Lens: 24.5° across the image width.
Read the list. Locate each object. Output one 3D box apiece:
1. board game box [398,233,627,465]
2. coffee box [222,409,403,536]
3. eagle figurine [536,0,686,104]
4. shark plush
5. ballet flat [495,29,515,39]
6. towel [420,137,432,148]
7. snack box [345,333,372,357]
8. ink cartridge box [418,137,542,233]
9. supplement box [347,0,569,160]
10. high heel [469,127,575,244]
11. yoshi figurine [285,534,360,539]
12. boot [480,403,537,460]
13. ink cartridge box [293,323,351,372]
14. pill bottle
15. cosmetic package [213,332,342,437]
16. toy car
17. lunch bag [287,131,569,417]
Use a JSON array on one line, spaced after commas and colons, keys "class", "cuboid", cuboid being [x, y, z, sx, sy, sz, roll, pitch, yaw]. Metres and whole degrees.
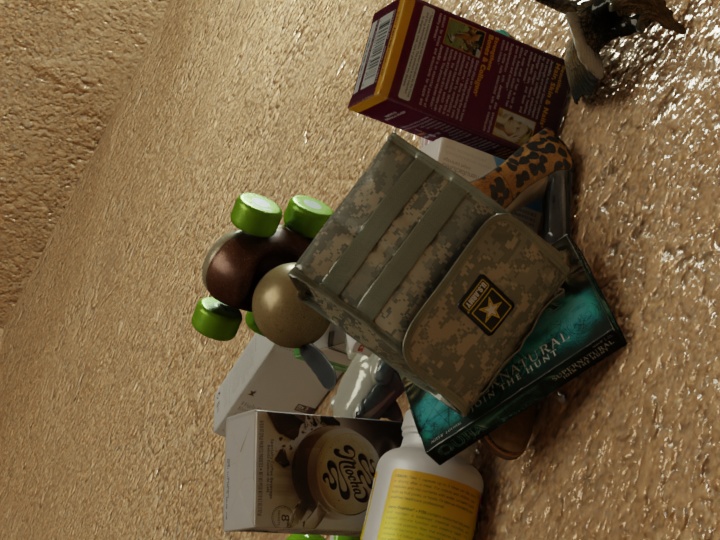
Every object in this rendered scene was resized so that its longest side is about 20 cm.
[{"class": "board game box", "cuboid": [0.128, 0.069, 1.481, 0.200, 0.028, 0.135, -35, 40, 13]}, {"class": "coffee box", "cuboid": [-0.028, 0.202, 1.626, 0.080, 0.200, 0.113, -22, 65, 60]}, {"class": "eagle figurine", "cuboid": [0.214, -0.242, 1.566, 0.200, 0.151, 0.152, -2, 80, 57]}, {"class": "shark plush", "cuboid": [0.020, 0.146, 1.722, 0.091, 0.083, 0.200, 6, 77, 60]}, {"class": "ballet flat", "cuboid": [0.126, -0.165, 1.805, 0.072, 0.072, 0.200, -28, 44, 61]}, {"class": "towel", "cuboid": [0.084, -0.178, 1.828, 0.200, 0.030, 0.147, -81, -5, -79]}, {"class": "snack box", "cuboid": [0.000, 0.000, 1.655, 0.072, 0.024, 0.200, -61, 22, 25]}, {"class": "ink cartridge box", "cuboid": [0.089, -0.008, 1.657, 0.125, 0.128, 0.200, -23, 51, 64]}, {"class": "supplement box", "cuboid": [0.103, -0.185, 1.677, 0.086, 0.200, 0.111, -12, 60, 68]}, {"class": "high heel", "cuboid": [0.108, -0.088, 1.587, 0.071, 0.200, 0.143, 115, 162, -57]}, {"class": "yoshi figurine", "cuboid": [-0.053, 0.354, 1.723, 0.112, 0.112, 0.200, 135, 152, -62]}, {"class": "boot", "cuboid": [0.146, 0.076, 1.520, 0.075, 0.074, 0.200, -36, 35, 47]}, {"class": "ink cartridge box", "cuboid": [0.010, 0.031, 1.884, 0.200, 0.084, 0.146, -18, 56, 65]}, {"class": "pill bottle", "cuboid": [0.056, 0.235, 1.549, 0.104, 0.104, 0.200, -23, 50, 64]}, {"class": "cosmetic package", "cuboid": [-0.097, 0.130, 2.050, 0.200, 0.102, 0.074, -56, 25, 38]}, {"class": "toy car", "cuboid": [-0.066, 0.033, 1.827, 0.200, 0.158, 0.165, 39, 117, 37]}, {"class": "lunch bag", "cuboid": [0.063, 0.008, 1.446, 0.164, 0.200, 0.118, -53, -12, -10]}]
